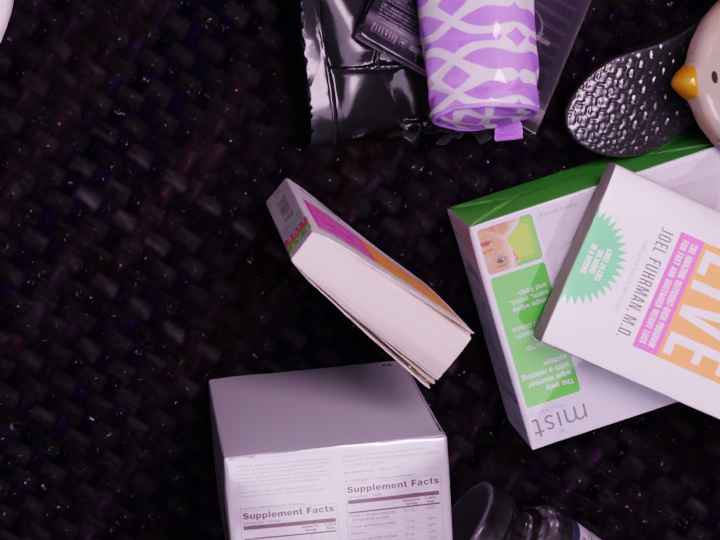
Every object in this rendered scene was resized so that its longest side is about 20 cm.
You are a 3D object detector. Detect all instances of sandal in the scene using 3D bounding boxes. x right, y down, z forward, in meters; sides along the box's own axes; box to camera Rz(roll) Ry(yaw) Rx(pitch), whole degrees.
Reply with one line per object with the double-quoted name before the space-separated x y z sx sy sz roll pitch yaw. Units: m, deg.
"sandal" 0.233 -0.147 1.672 0.200 0.048 0.076 -32 103 -12

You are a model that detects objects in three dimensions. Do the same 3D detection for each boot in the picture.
"boot" 0.029 -0.183 1.621 0.161 0.073 0.200 -8 94 -13

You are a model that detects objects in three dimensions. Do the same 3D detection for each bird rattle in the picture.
"bird rattle" 0.301 -0.149 1.623 0.200 0.112 0.164 44 76 -28

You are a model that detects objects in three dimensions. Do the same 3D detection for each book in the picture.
"book" 0.240 0.025 1.605 0.199 0.048 0.135 23 94 -8
"book" 0.000 0.000 1.590 0.133 0.200 0.048 38 95 -12

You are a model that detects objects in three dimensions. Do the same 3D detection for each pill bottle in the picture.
"pill bottle" 0.151 0.249 1.708 0.199 0.112 0.112 35 96 -12

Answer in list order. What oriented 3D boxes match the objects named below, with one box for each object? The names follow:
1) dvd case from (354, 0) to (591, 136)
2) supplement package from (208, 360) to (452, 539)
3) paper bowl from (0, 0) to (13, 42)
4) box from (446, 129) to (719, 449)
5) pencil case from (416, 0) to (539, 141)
"dvd case" 0.097 -0.217 1.609 0.148 0.016 0.201 28 74 -15
"supplement package" -0.025 0.148 1.618 0.154 0.200 0.112 -5 103 -6
"paper bowl" -0.336 -0.205 1.554 0.199 0.104 0.203 -1 102 -6
"box" 0.186 0.013 1.671 0.198 0.097 0.178 -17 101 -4
"pencil case" 0.080 -0.195 1.552 0.083 0.085 0.202 -3 82 17
